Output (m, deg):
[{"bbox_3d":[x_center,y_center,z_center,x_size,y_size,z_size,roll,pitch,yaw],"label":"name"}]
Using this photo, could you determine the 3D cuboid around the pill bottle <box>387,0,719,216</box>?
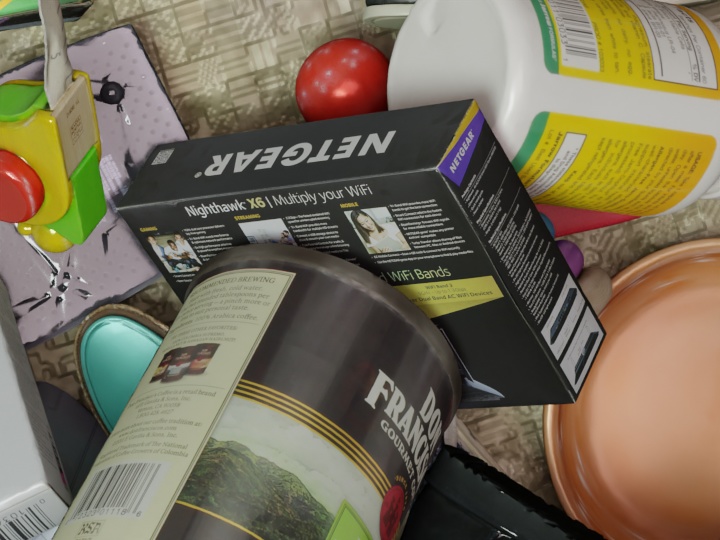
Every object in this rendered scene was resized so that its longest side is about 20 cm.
[{"bbox_3d":[0.123,-0.087,1.207,0.200,0.113,0.113,5,93,-35],"label":"pill bottle"}]

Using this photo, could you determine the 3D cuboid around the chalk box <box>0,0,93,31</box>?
[{"bbox_3d":[-0.245,-0.173,1.181,0.199,0.125,0.124,-10,95,-9],"label":"chalk box"}]

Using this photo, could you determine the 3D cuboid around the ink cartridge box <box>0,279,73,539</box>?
[{"bbox_3d":[-0.255,0.079,1.159,0.196,0.200,0.043,-26,141,4],"label":"ink cartridge box"}]

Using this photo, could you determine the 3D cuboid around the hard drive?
[{"bbox_3d":[-0.182,-0.031,1.239,0.200,0.042,0.135,-28,96,-7],"label":"hard drive"}]

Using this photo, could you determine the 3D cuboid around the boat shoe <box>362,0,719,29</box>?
[{"bbox_3d":[0.096,-0.166,1.258,0.199,0.075,0.066,-6,92,-9],"label":"boat shoe"}]

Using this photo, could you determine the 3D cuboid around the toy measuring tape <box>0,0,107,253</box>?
[{"bbox_3d":[-0.169,-0.086,1.149,0.073,0.074,0.200,-12,135,-8],"label":"toy measuring tape"}]

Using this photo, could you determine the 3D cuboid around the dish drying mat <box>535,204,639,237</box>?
[{"bbox_3d":[0.071,-0.049,1.289,0.199,0.018,0.077,-12,96,-7],"label":"dish drying mat"}]

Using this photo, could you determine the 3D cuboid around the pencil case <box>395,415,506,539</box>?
[{"bbox_3d":[0.070,0.143,1.259,0.200,0.089,0.078,45,45,-4],"label":"pencil case"}]

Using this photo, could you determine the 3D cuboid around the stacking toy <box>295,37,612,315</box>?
[{"bbox_3d":[0.042,-0.040,1.239,0.085,0.085,0.200,-40,94,-5],"label":"stacking toy"}]

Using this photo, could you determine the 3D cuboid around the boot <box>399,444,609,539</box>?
[{"bbox_3d":[0.072,0.199,1.173,0.198,0.073,0.163,32,96,19],"label":"boot"}]

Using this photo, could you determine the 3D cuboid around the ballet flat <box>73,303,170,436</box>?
[{"bbox_3d":[-0.078,0.096,1.251,0.070,0.065,0.200,-35,98,14],"label":"ballet flat"}]

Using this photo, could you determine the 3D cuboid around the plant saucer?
[{"bbox_3d":[0.195,0.082,1.305,0.200,0.037,0.201,0,92,-8],"label":"plant saucer"}]

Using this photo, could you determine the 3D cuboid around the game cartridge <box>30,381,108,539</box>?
[{"bbox_3d":[-0.111,0.149,1.210,0.200,0.133,0.041,43,107,-11],"label":"game cartridge"}]

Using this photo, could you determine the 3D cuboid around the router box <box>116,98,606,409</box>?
[{"bbox_3d":[0.000,0.000,1.173,0.157,0.200,0.052,58,44,-32],"label":"router box"}]

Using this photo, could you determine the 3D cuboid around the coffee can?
[{"bbox_3d":[-0.054,0.109,1.106,0.146,0.146,0.200,33,53,-9],"label":"coffee can"}]
